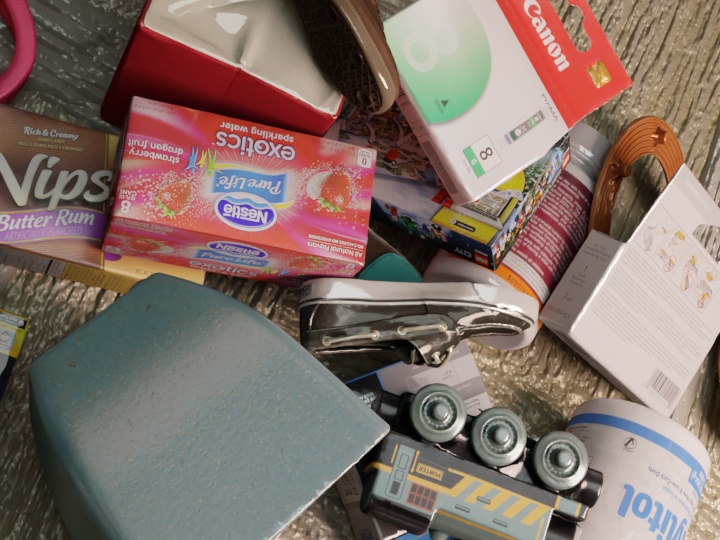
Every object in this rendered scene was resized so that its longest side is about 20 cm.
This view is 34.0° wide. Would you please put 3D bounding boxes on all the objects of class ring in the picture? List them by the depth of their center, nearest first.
[{"bbox_3d":[0.269,-0.044,1.110,0.200,0.019,0.202,-17,113,-49],"label":"ring"}]

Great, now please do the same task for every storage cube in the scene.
[{"bbox_3d":[-0.097,-0.197,0.983,0.170,0.180,0.201,24,67,-14],"label":"storage cube"}]

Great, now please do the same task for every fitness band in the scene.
[{"bbox_3d":[-0.354,-0.215,0.968,0.143,0.037,0.201,-31,87,-23],"label":"fitness band"}]

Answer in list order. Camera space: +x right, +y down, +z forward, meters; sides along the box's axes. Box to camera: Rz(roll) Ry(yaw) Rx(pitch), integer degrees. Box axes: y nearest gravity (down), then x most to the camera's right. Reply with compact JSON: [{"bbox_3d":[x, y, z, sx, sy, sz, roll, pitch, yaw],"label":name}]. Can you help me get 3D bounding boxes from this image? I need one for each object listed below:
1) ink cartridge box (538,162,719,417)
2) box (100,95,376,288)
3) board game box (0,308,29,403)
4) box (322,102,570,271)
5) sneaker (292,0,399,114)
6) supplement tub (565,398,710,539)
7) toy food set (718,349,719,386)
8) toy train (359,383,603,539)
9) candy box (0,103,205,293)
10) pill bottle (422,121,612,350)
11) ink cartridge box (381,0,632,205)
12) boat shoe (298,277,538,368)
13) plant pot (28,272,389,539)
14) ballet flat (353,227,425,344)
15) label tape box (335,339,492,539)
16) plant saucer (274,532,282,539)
[{"bbox_3d":[0.268,0.019,1.062,0.200,0.045,0.177,38,84,-42],"label":"ink cartridge box"},{"bbox_3d":[-0.096,-0.055,0.925,0.198,0.095,0.101,11,72,-15],"label":"box"},{"bbox_3d":[-0.365,0.098,0.830,0.199,0.062,0.201,21,70,-16],"label":"board game box"},{"bbox_3d":[0.066,-0.095,1.037,0.199,0.038,0.137,25,63,26],"label":"box"},{"bbox_3d":[-0.014,-0.217,0.884,0.075,0.070,0.201,-31,89,-27],"label":"sneaker"},{"bbox_3d":[0.210,0.225,1.015,0.131,0.132,0.201,33,66,-10],"label":"supplement tub"},{"bbox_3d":[0.443,0.108,1.184,0.199,0.049,0.200,15,70,-17],"label":"toy food set"},{"bbox_3d":[0.092,0.167,0.935,0.199,0.085,0.115,21,75,-4],"label":"toy train"},{"bbox_3d":[-0.220,-0.052,0.963,0.199,0.056,0.118,16,70,-18],"label":"candy box"},{"bbox_3d":[0.153,-0.037,1.074,0.114,0.114,0.200,39,66,-7],"label":"pill bottle"},{"bbox_3d":[0.123,-0.174,0.972,0.199,0.050,0.162,-33,98,-12],"label":"ink cartridge box"},{"bbox_3d":[0.047,0.047,0.949,0.198,0.071,0.064,2,73,-9],"label":"boat shoe"},{"bbox_3d":[-0.133,0.123,0.843,0.196,0.196,0.200,-39,82,-25],"label":"plant pot"},{"bbox_3d":[0.000,0.000,1.025,0.068,0.067,0.201,-32,81,-23],"label":"ballet flat"},{"bbox_3d":[0.056,0.175,1.005,0.142,0.066,0.201,-18,81,-25],"label":"label tape box"},{"bbox_3d":[-0.143,0.150,0.949,0.199,0.037,0.202,6,73,-20],"label":"plant saucer"}]
